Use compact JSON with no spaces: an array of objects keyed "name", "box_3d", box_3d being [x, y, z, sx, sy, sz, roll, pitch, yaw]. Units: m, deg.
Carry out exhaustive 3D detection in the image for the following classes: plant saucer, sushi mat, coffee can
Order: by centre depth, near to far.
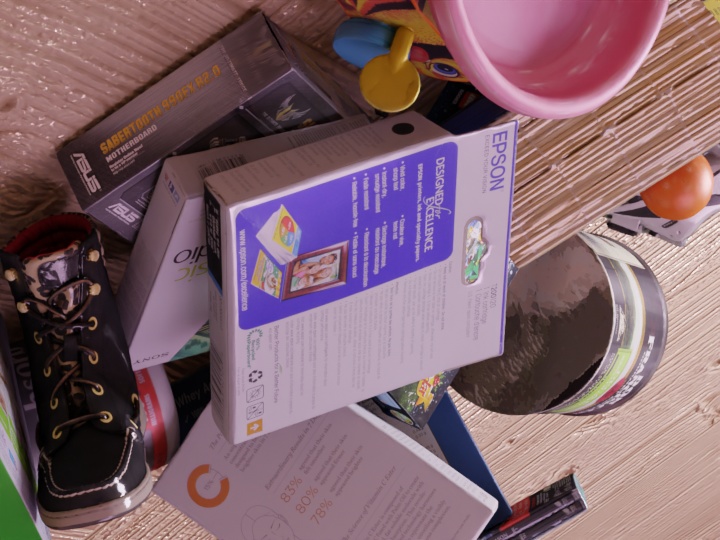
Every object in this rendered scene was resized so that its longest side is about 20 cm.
[{"name":"plant saucer","box_3d":[0.103,-0.189,1.325,0.199,0.203,0.051,-6,-170,-42]},{"name":"sushi mat","box_3d":[0.156,-0.088,1.457,0.199,0.096,0.012,-33,-163,13]},{"name":"coffee can","box_3d":[0.143,0.037,1.738,0.146,0.147,0.200,-36,166,14]}]

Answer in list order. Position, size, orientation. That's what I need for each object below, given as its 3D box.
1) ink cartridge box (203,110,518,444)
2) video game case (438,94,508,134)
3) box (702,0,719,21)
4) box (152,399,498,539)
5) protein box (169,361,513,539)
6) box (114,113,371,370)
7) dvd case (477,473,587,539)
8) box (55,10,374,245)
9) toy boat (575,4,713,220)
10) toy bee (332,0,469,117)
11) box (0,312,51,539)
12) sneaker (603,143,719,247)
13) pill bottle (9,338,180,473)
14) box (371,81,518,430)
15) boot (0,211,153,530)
[{"name":"ink cartridge box","box_3d":[0.000,0.000,1.426,0.199,0.043,0.199,-17,133,-20]},{"name":"video game case","box_3d":[0.139,-0.144,1.475,0.200,0.019,0.143,-36,-177,-26]},{"name":"box","box_3d":[0.257,-0.128,1.714,0.075,0.050,0.201,-20,153,-22]},{"name":"box","box_3d":[-0.022,0.153,1.554,0.125,0.199,0.097,-55,175,1]},{"name":"protein box","box_3d":[-0.023,0.135,1.680,0.197,0.201,0.135,-29,177,-2]},{"name":"box","box_3d":[-0.078,-0.014,1.463,0.143,0.037,0.200,-15,153,-28]},{"name":"dvd case","box_3d":[0.074,0.208,1.664,0.199,0.022,0.146,-29,177,3]},{"name":"box","box_3d":[-0.080,-0.069,1.459,0.158,0.049,0.200,-34,155,9]},{"name":"toy boat","box_3d":[0.192,-0.093,1.559,0.130,0.131,0.200,-35,-178,37]},{"name":"toy bee","box_3d":[0.044,-0.155,1.366,0.200,0.108,0.132,6,95,-69]},{"name":"box","box_3d":[-0.257,0.077,1.376,0.096,0.178,0.200,-15,154,-4]},{"name":"sneaker","box_3d":[0.203,-0.053,1.675,0.198,0.089,0.074,-7,-157,23]},{"name":"pill bottle","box_3d":[-0.232,0.109,1.544,0.199,0.116,0.116,-21,154,-20]},{"name":"box","box_3d":[0.052,-0.010,1.570,0.201,0.038,0.137,-58,140,-15]},{"name":"boot","box_3d":[-0.174,0.059,1.390,0.073,0.152,0.200,-11,-162,3]}]
